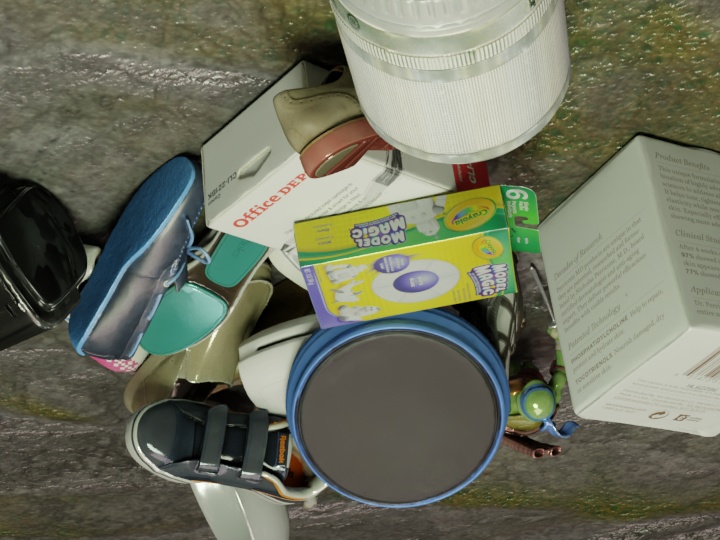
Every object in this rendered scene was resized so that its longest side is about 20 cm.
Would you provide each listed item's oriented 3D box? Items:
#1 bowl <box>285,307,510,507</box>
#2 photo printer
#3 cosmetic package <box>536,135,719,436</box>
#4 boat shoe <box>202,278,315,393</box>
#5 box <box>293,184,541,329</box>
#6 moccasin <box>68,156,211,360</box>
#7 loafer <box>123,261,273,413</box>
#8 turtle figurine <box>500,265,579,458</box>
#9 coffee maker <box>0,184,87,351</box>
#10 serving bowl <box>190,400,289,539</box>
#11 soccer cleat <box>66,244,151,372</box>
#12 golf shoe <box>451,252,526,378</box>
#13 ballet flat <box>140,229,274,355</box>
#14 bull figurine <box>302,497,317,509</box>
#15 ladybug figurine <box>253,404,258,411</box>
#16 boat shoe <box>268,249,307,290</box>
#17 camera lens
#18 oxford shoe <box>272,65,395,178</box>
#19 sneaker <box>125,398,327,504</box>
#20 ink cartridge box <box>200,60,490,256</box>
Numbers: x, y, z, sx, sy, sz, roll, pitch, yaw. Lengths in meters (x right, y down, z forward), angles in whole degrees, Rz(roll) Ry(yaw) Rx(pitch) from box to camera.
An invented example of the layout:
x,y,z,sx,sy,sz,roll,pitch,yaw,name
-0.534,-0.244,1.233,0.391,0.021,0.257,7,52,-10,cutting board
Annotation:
x,y,z,sx,sy,sz,roll,pitch,yaw,name
0.032,0.123,1.560,0.200,0.039,0.201,0,116,0,bowl
-0.013,0.108,1.649,0.166,0.070,0.200,-13,143,16,photo printer
0.283,0.017,1.580,0.167,0.201,0.166,11,144,-28,cosmetic package
-0.104,0.079,1.715,0.200,0.074,0.066,-29,138,31,boat shoe
0.053,-0.012,1.468,0.199,0.049,0.117,-13,151,3,box
-0.179,-0.010,1.519,0.068,0.081,0.200,22,117,-32,moccasin
-0.140,0.075,1.650,0.076,0.068,0.200,12,121,-53,loafer
0.142,0.088,1.777,0.144,0.200,0.194,-49,179,-11,turtle figurine
-0.343,0.035,1.474,0.199,0.193,0.135,-26,129,25,coffee maker
-0.125,0.220,1.849,0.066,0.200,0.200,-25,154,-18,serving bowl
-0.223,0.038,1.615,0.086,0.070,0.200,-7,150,25,soccer cleat
0.121,0.065,1.637,0.078,0.201,0.094,1,177,39,golf shoe
-0.131,0.000,1.573,0.069,0.070,0.200,16,132,-34,ballet flat
-0.037,0.211,1.962,0.199,0.065,0.121,-12,153,10,bull figurine
-0.044,0.120,1.797,0.135,0.072,0.200,-1,148,-19,ladybug figurine
0.000,-0.001,1.610,0.071,0.070,0.201,-22,144,33,boat shoe
0.062,-0.183,1.236,0.159,0.161,0.200,-11,149,5,camera lens
0.013,-0.134,1.367,0.070,0.075,0.200,-41,169,38,oxford shoe
-0.113,0.161,1.611,0.199,0.079,0.079,19,156,-33,sneaker
-0.013,-0.077,1.469,0.199,0.084,0.144,17,141,-38,ink cartridge box
